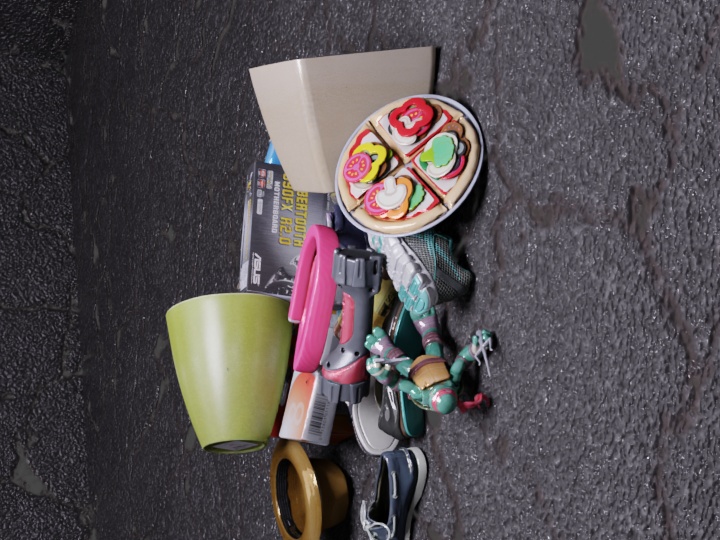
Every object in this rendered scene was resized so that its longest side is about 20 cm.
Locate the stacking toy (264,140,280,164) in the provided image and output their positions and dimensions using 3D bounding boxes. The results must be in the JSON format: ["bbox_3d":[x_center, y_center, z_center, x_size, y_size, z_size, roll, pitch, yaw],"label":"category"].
[{"bbox_3d":[-0.104,-0.168,2.032,0.200,0.110,0.116,147,139,-75],"label":"stacking toy"}]

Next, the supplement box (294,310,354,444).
[{"bbox_3d":[-0.056,0.154,1.901,0.067,0.069,0.200,140,131,-57],"label":"supplement box"}]

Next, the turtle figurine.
[{"bbox_3d":[0.079,0.115,1.519,0.200,0.149,0.101,-127,28,-64],"label":"turtle figurine"}]

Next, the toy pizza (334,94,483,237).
[{"bbox_3d":[0.055,-0.134,1.567,0.200,0.032,0.201,-12,60,22],"label":"toy pizza"}]

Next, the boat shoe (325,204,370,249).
[{"bbox_3d":[0.000,0.000,1.754,0.075,0.093,0.200,135,133,-58],"label":"boat shoe"}]

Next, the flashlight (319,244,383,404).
[{"bbox_3d":[-0.016,0.068,1.619,0.068,0.068,0.200,34,128,55],"label":"flashlight"}]

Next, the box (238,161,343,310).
[{"bbox_3d":[-0.093,-0.049,1.873,0.048,0.158,0.201,147,130,-65],"label":"box"}]

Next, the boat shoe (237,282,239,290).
[{"bbox_3d":[-0.110,0.009,2.037,0.200,0.069,0.074,-18,37,44],"label":"boat shoe"}]

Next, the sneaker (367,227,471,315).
[{"bbox_3d":[0.072,-0.028,1.590,0.078,0.091,0.200,105,147,-47],"label":"sneaker"}]

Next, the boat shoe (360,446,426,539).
[{"bbox_3d":[0.035,0.322,1.671,0.075,0.062,0.200,-125,43,-52],"label":"boat shoe"}]

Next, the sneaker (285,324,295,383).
[{"bbox_3d":[-0.109,0.100,1.980,0.114,0.075,0.200,54,164,43],"label":"sneaker"}]

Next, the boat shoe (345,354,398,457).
[{"bbox_3d":[0.010,0.173,1.735,0.060,0.074,0.200,120,148,-46],"label":"boat shoe"}]

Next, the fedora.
[{"bbox_3d":[-0.071,0.331,1.879,0.201,0.082,0.201,173,90,-68],"label":"fedora"}]

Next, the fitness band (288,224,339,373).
[{"bbox_3d":[-0.064,0.038,1.699,0.144,0.037,0.200,-119,38,-72],"label":"fitness band"}]

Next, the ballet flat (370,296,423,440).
[{"bbox_3d":[0.044,0.120,1.653,0.068,0.068,0.201,2,88,41],"label":"ballet flat"}]

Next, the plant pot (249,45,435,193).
[{"bbox_3d":[-0.017,-0.200,1.722,0.200,0.200,0.178,-168,69,-66],"label":"plant pot"}]

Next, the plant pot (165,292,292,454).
[{"bbox_3d":[-0.183,0.157,1.836,0.187,0.187,0.200,138,131,-59],"label":"plant pot"}]

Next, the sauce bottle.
[{"bbox_3d":[0.034,0.011,1.672,0.200,0.066,0.066,-62,31,18],"label":"sauce bottle"}]

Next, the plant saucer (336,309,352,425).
[{"bbox_3d":[-0.007,0.120,1.852,0.070,0.019,0.200,133,134,-56],"label":"plant saucer"}]

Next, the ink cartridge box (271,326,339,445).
[{"bbox_3d":[-0.091,0.161,1.819,0.200,0.050,0.163,-5,71,59],"label":"ink cartridge box"}]
